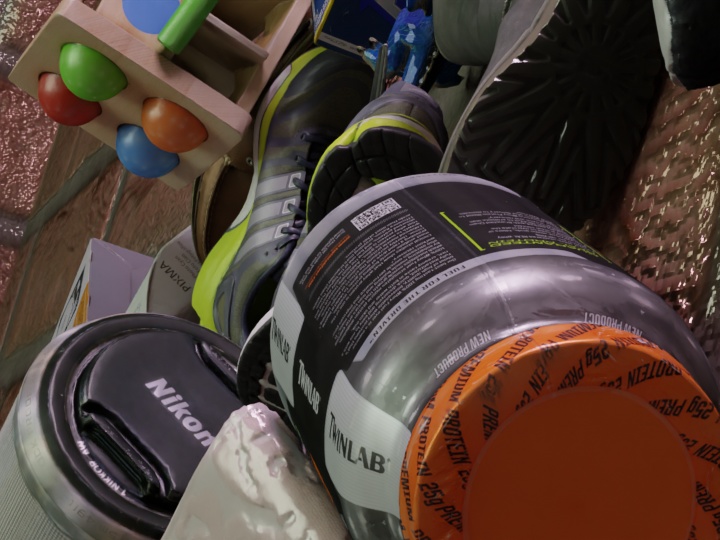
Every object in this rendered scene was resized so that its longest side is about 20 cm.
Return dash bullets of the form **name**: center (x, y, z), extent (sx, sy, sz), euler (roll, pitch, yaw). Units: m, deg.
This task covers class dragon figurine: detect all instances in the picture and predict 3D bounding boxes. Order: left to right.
- **dragon figurine**: center (0.045, -0.134, 0.987), extent (0.099, 0.059, 0.201), euler (140, 147, -64)

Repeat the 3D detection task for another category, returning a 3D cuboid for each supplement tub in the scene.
- **supplement tub**: center (0.042, 0.043, 0.660), extent (0.200, 0.122, 0.123), euler (-129, 58, -74)

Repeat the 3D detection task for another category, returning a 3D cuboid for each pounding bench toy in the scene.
- **pounding bench toy**: center (-0.096, -0.150, 1.141), extent (0.156, 0.124, 0.200), euler (-62, 13, -22)

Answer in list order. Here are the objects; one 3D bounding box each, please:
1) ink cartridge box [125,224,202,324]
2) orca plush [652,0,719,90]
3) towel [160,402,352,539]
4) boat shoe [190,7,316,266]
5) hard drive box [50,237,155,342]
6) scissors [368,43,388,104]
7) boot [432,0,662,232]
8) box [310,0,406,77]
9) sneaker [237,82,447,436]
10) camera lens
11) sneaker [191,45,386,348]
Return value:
- **ink cartridge box**: center (-0.160, 0.055, 1.345), extent (0.200, 0.047, 0.160), euler (-38, -10, -41)
- **orca plush**: center (0.140, -0.156, 0.713), extent (0.201, 0.071, 0.105), euler (-79, -29, -42)
- **towel**: center (-0.024, 0.183, 0.734), extent (0.200, 0.032, 0.192), euler (50, 128, 33)
- **boat shoe**: center (-0.053, -0.081, 1.258), extent (0.068, 0.072, 0.201), euler (-120, 50, -72)
- **hard drive box**: center (-0.215, 0.101, 1.620), extent (0.156, 0.076, 0.201), euler (-103, 34, -65)
- **scissors**: center (0.004, -0.042, 1.017), extent (0.200, 0.014, 0.074), euler (113, 157, -70)
- **boot**: center (0.062, -0.095, 0.857), extent (0.182, 0.072, 0.200), euler (-58, 21, -2)
- **box**: center (0.041, -0.205, 1.066), extent (0.064, 0.070, 0.201), euler (-97, 29, -64)
- **sneaker**: center (0.000, 0.000, 0.959), extent (0.081, 0.074, 0.201), euler (-65, 1, -54)
- **camera lens**: center (-0.130, 0.134, 1.104), extent (0.161, 0.159, 0.200), euler (-86, 20, -44)
- **sneaker**: center (-0.029, -0.032, 1.149), extent (0.081, 0.074, 0.201), euler (47, 121, 57)
